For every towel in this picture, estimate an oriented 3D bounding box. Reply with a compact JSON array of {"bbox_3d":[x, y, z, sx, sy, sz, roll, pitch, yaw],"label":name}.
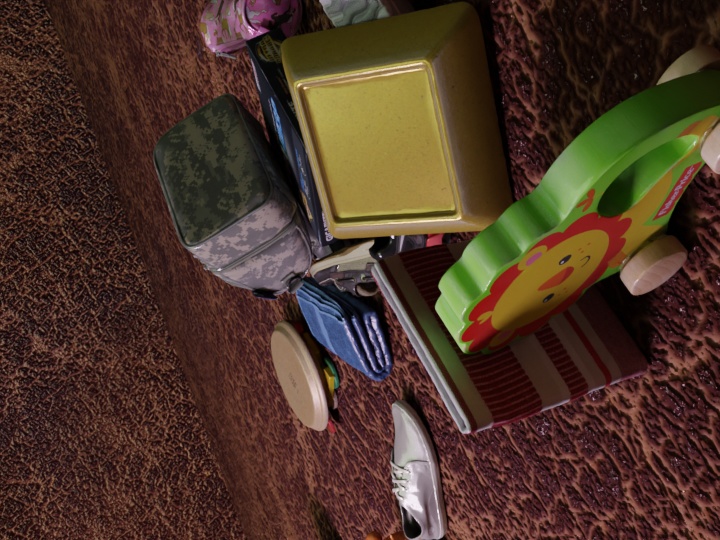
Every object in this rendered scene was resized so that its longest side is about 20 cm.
[{"bbox_3d":[0.113,0.037,0.630,0.145,0.197,0.023,59,139,25],"label":"towel"},{"bbox_3d":[-0.029,0.078,1.173,0.199,0.048,0.113,26,141,59],"label":"towel"}]

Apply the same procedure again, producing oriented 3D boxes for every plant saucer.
[{"bbox_3d":[0.024,-0.116,0.752,0.196,0.048,0.204,-2,115,30],"label":"plant saucer"}]

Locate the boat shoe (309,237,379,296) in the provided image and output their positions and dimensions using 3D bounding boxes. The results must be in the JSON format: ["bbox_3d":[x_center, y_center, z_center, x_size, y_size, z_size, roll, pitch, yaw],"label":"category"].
[{"bbox_3d":[0.000,0.000,1.010,0.199,0.072,0.066,-22,89,61],"label":"boat shoe"}]

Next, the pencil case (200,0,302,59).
[{"bbox_3d":[-0.142,-0.322,1.078,0.199,0.081,0.088,16,122,63],"label":"pencil case"}]

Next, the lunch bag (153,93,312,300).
[{"bbox_3d":[-0.143,-0.080,1.030,0.168,0.138,0.202,45,-165,-56],"label":"lunch bag"}]

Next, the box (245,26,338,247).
[{"bbox_3d":[-0.065,-0.143,0.951,0.201,0.045,0.161,85,159,-63],"label":"box"}]

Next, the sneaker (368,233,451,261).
[{"bbox_3d":[0.024,-0.098,0.856,0.071,0.096,0.205,9,116,67],"label":"sneaker"}]

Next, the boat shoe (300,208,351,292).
[{"bbox_3d":[-0.067,-0.054,1.142,0.204,0.065,0.072,63,154,16],"label":"boat shoe"}]

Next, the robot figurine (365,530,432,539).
[{"bbox_3d":[0.065,0.446,1.185,0.203,0.114,0.146,93,176,-45],"label":"robot figurine"}]

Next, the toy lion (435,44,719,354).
[{"bbox_3d":[0.137,-0.026,0.527,0.069,0.189,0.202,56,154,27],"label":"toy lion"}]

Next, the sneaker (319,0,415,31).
[{"bbox_3d":[0.045,-0.201,0.775,0.074,0.082,0.202,-23,103,36],"label":"sneaker"}]

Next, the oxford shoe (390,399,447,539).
[{"bbox_3d":[0.067,0.269,1.110,0.075,0.057,0.204,21,126,64],"label":"oxford shoe"}]

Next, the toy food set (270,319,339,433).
[{"bbox_3d":[-0.094,0.178,1.422,0.199,0.048,0.202,54,152,34],"label":"toy food set"}]
